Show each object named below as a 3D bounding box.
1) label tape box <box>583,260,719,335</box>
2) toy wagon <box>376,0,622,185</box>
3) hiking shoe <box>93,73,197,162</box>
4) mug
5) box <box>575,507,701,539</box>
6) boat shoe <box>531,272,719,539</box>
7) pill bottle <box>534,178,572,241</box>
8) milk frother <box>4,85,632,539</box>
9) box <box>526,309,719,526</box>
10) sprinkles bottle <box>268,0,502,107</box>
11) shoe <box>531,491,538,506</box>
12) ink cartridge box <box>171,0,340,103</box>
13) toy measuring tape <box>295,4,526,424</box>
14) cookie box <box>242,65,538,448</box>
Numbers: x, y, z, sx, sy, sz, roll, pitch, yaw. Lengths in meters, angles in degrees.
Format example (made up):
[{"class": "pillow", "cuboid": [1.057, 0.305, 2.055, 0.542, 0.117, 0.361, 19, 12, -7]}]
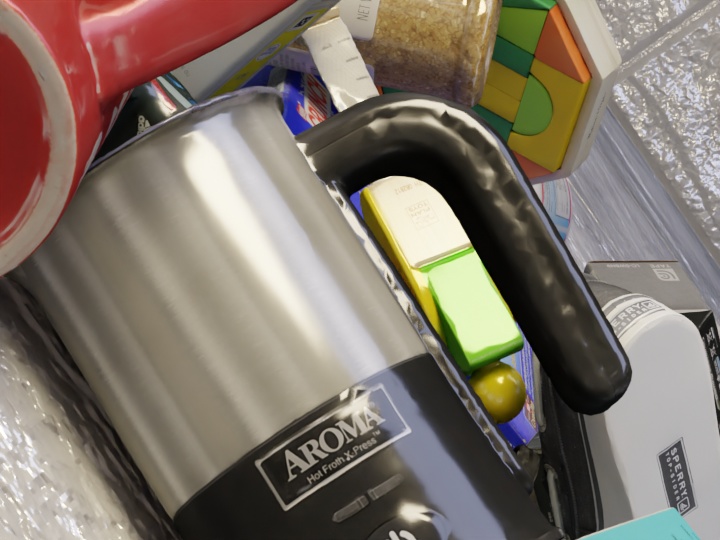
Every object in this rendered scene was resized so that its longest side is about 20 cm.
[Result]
[{"class": "label tape box", "cuboid": [0.167, 0.108, 1.123, 0.063, 0.145, 0.200, 1, 34, -18]}, {"class": "toy wagon", "cuboid": [0.032, -0.121, 1.011, 0.199, 0.156, 0.040, 30, 45, 15]}, {"class": "hiking shoe", "cuboid": [-0.073, -0.042, 0.822, 0.200, 0.074, 0.087, 49, 13, -12]}, {"class": "mug", "cuboid": [-0.111, -0.095, 0.646, 0.134, 0.177, 0.200, 50, 19, -18]}, {"class": "box", "cuboid": [0.059, 0.133, 0.667, 0.049, 0.082, 0.200, 49, 22, 19]}, {"class": "boat shoe", "cuboid": [0.107, 0.091, 0.829, 0.068, 0.072, 0.201, 32, -34, 49]}, {"class": "pill bottle", "cuboid": [0.071, -0.040, 1.237, 0.109, 0.108, 0.200, 57, 10, 9]}, {"class": "milk frother", "cuboid": [-0.017, 0.049, 0.751, 0.189, 0.180, 0.200, 58, -29, 10]}, {"class": "box", "cuboid": [0.151, 0.141, 0.983, 0.160, 0.043, 0.201, -40, 118, -55]}, {"class": "sprinkles bottle", "cuboid": [-0.035, -0.127, 0.938, 0.199, 0.069, 0.068, 12, 14, 6]}, {"class": "shoe", "cuboid": [0.103, 0.155, 1.040, 0.070, 0.054, 0.200, 17, -24, 42]}, {"class": "ink cartridge box", "cuboid": [-0.085, -0.178, 0.851, 0.198, 0.200, 0.047, 57, 29, 5]}, {"class": "toy measuring tape", "cuboid": [0.017, -0.019, 0.867, 0.201, 0.073, 0.074, 62, 15, 21]}, {"class": "cookie box", "cuboid": [0.000, 0.000, 0.981, 0.200, 0.075, 0.171, 51, 16, -16]}]
